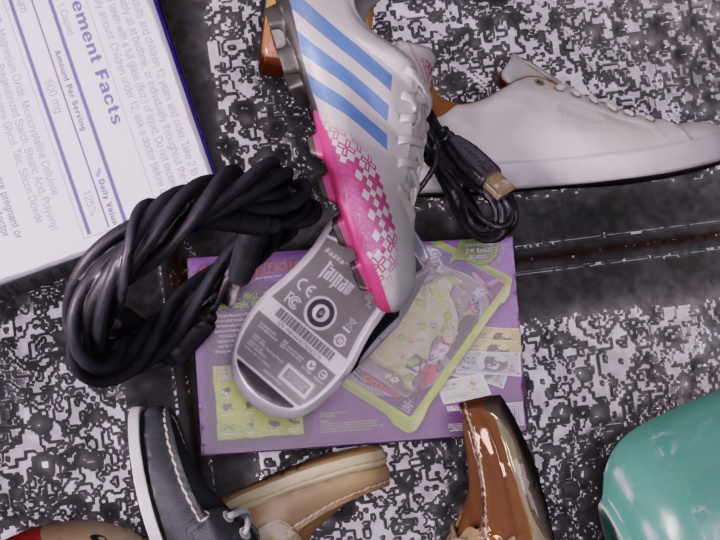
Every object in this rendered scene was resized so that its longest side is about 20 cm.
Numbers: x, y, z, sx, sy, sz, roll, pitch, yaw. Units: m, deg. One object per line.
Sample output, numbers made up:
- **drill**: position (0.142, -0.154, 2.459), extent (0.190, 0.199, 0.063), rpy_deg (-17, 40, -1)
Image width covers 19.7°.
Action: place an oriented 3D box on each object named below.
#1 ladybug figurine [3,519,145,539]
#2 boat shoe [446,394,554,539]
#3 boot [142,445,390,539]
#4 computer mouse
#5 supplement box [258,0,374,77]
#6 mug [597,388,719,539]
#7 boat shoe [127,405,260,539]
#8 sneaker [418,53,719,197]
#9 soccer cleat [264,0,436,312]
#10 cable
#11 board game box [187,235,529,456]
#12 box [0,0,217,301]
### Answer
- **ladybug figurine**: position (-0.194, 0.217, 1.145), extent (0.200, 0.072, 0.136), rpy_deg (-40, 68, 0)
- **boat shoe**: position (0.081, 0.176, 1.215), extent (0.073, 0.076, 0.202), rpy_deg (-13, 95, 4)
- **boot**: position (-0.049, 0.203, 1.205), extent (0.199, 0.073, 0.156), rpy_deg (-27, 83, -2)
- **computer mouse**: position (0.000, 0.000, 1.214), extent (0.110, 0.044, 0.200), rpy_deg (40, 90, 14)
- **supplement box**: position (-0.020, -0.218, 1.254), extent (0.066, 0.069, 0.202), rpy_deg (7, 86, -5)
- **mug**: position (0.211, 0.168, 1.195), extent (0.114, 0.152, 0.186), rpy_deg (-21, 87, -3)
- **boat shoe**: position (-0.076, 0.165, 1.143), extent (0.060, 0.076, 0.201), rpy_deg (-18, 92, 6)
- **sneaker**: position (0.126, -0.091, 1.250), extent (0.198, 0.073, 0.085), rpy_deg (-3, 88, -4)
- **soccer cleat**: position (0.011, -0.080, 1.167), extent (0.086, 0.070, 0.201), rpy_deg (-18, 80, 0)
- **cable**: position (-0.092, 0.001, 1.134), extent (0.163, 0.200, 0.051), rpy_deg (-36, 77, -1)
- **board game box**: position (-0.002, 0.045, 1.250), extent (0.198, 0.032, 0.121), rpy_deg (-3, 88, -5)
- **box**: position (-0.198, -0.085, 1.206), extent (0.199, 0.105, 0.185), rpy_deg (-19, 86, -5)
